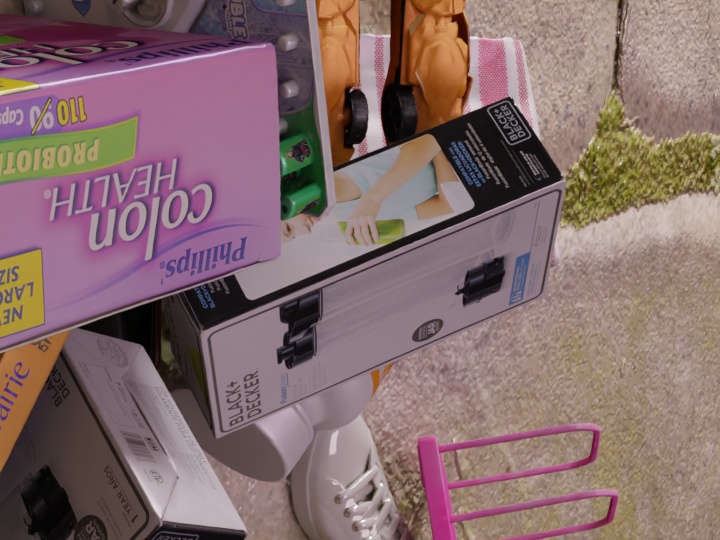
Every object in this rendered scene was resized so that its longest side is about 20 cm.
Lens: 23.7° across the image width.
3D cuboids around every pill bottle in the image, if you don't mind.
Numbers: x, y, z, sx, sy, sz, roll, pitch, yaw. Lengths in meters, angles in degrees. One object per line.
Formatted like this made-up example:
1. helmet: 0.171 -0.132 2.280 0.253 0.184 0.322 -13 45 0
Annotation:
1. pill bottle: -0.024 0.021 1.003 0.201 0.111 0.112 -56 138 -28

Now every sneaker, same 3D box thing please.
1. sneaker: 0.014 0.175 1.120 0.073 0.084 0.201 -37 126 -39

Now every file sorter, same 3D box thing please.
1. file sorter: 0.116 0.213 1.130 0.139 0.124 0.202 71 10 -71

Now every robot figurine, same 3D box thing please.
1. robot figurine: 0.003 -0.142 0.895 0.144 0.058 0.202 -4 107 -21

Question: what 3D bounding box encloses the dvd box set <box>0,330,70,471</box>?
1. dvd box set: -0.218 0.093 0.735 0.029 0.146 0.201 40 68 -44

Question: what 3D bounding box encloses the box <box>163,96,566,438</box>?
1. box: 0.000 0.000 0.874 0.199 0.060 0.117 -22 151 -14

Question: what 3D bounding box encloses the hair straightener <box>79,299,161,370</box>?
1. hair straightener: -0.146 0.072 0.923 0.077 0.041 0.202 -12 114 -51

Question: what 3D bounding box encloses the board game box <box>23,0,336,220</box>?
1. board game box: -0.101 -0.131 0.782 0.026 0.199 0.202 -27 120 -42

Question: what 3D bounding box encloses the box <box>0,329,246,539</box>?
1. box: -0.156 0.135 0.769 0.200 0.117 0.060 -47 147 17

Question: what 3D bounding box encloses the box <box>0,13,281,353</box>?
1. box: -0.164 -0.047 0.723 0.175 0.199 0.098 -19 115 -48

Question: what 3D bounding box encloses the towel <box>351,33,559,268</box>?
1. towel: 0.017 -0.070 0.975 0.198 0.030 0.148 -1 70 -20

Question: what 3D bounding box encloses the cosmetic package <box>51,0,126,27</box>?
1. cosmetic package: -0.103 -0.122 0.862 0.073 0.103 0.202 -25 120 -42
